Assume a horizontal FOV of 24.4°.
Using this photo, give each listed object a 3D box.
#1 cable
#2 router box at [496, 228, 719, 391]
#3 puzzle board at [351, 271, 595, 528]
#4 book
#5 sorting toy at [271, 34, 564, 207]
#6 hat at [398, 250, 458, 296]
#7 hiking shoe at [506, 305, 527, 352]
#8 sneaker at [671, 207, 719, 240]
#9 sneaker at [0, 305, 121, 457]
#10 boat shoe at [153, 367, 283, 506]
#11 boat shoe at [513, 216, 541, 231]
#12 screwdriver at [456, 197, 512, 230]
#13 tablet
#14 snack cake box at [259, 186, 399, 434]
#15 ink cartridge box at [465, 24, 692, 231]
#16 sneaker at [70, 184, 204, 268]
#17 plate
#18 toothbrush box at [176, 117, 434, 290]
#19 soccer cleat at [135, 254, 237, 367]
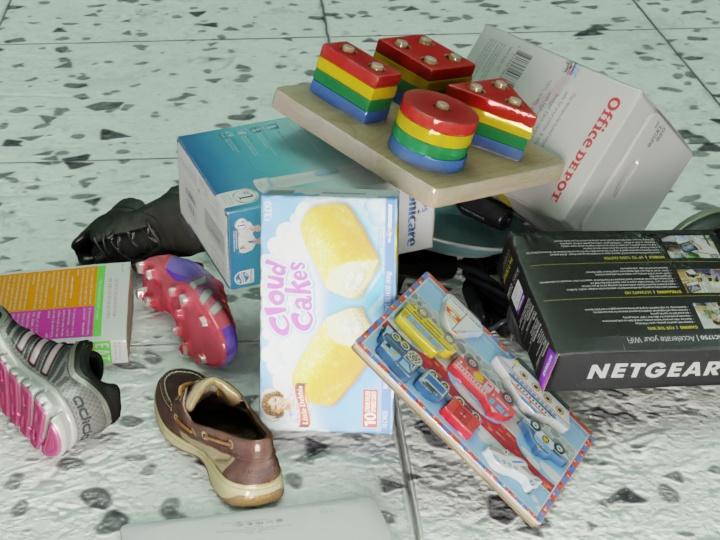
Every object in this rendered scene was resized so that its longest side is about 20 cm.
[{"bbox_3d":[0.178,0.013,1.627,0.163,0.051,0.200,-3,24,-6],"label":"cable"},{"bbox_3d":[0.233,0.031,1.434,0.200,0.051,0.149,-1,44,-15],"label":"router box"},{"bbox_3d":[0.097,0.097,1.338,0.200,0.017,0.151,45,34,2],"label":"puzzle board"},{"bbox_3d":[-0.316,0.047,1.565,0.200,0.048,0.134,-3,28,-3],"label":"book"},{"bbox_3d":[0.062,-0.144,1.499,0.199,0.070,0.200,35,30,30],"label":"sorting toy"},{"bbox_3d":[0.000,0.000,1.608,0.200,0.081,0.201,13,17,-4],"label":"hat"},{"bbox_3d":[0.231,0.048,1.521,0.200,0.076,0.101,10,29,-1],"label":"hiking shoe"},{"bbox_3d":[0.401,-0.016,1.655,0.200,0.075,0.106,-10,24,-22],"label":"sneaker"},{"bbox_3d":[-0.271,0.088,1.441,0.087,0.074,0.200,-15,35,-31],"label":"sneaker"},{"bbox_3d":[-0.118,0.118,1.371,0.072,0.072,0.200,-10,26,-21],"label":"boat shoe"},{"bbox_3d":[0.136,-0.060,1.778,0.200,0.057,0.067,19,30,35],"label":"boat shoe"},{"bbox_3d":[0.071,-0.089,1.672,0.200,0.028,0.029,30,-6,31],"label":"screwdriver"},{"bbox_3d":[-0.073,0.212,1.235,0.200,0.014,0.130,-6,25,-11],"label":"tablet"},{"bbox_3d":[-0.026,0.032,1.397,0.115,0.200,0.067,1,9,2],"label":"snack cake box"},{"bbox_3d":[0.191,-0.120,1.640,0.200,0.147,0.145,32,-1,37],"label":"ink cartridge box"},{"bbox_3d":[-0.221,-0.031,1.681,0.091,0.076,0.200,-33,13,-34],"label":"sneaker"},{"bbox_3d":[0.072,-0.049,1.643,0.200,0.026,0.200,14,16,-4],"label":"plate"},{"bbox_3d":[-0.050,-0.072,1.515,0.200,0.085,0.146,-14,36,-20],"label":"toothbrush box"},{"bbox_3d":[-0.150,0.032,1.576,0.076,0.067,0.200,-8,22,-27],"label":"soccer cleat"}]
